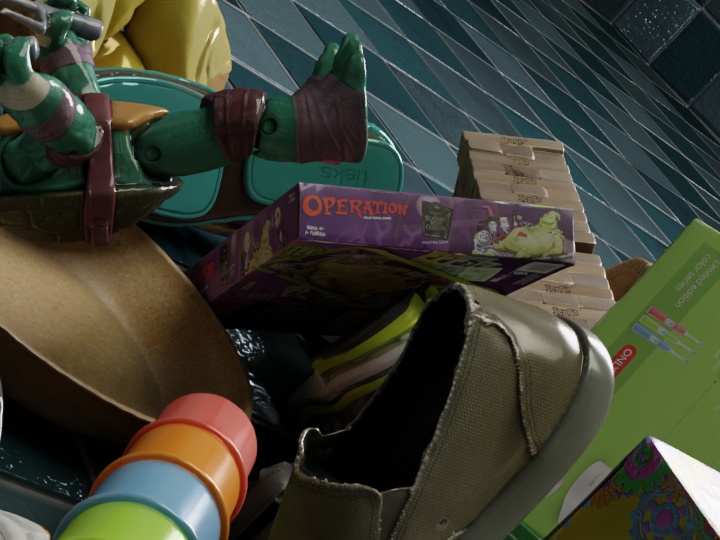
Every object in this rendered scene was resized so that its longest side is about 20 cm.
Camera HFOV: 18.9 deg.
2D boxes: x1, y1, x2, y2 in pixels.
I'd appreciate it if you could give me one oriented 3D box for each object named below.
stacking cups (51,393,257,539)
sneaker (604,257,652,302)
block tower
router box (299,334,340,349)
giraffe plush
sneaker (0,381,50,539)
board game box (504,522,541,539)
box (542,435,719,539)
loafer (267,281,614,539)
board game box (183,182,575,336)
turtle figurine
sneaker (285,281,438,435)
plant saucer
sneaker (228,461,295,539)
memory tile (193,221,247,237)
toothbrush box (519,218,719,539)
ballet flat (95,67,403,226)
[{"bbox_3d":[-0.068,0.092,0.721,0.061,0.061,0.200,42,20,-3],"label":"stacking cups"},{"bbox_3d":[0.159,0.049,1.085,0.108,0.070,0.200,29,-2,-7],"label":"sneaker"},{"bbox_3d":[0.080,0.006,1.021,0.054,0.058,0.200,7,32,-9],"label":"block tower"},{"bbox_3d":[0.083,0.074,1.119,0.157,0.052,0.200,30,1,-40],"label":"router box"},{"bbox_3d":[-0.169,-0.147,1.047,0.162,0.200,0.173,13,17,24],"label":"giraffe plush"},{"bbox_3d":[-0.147,0.072,0.613,0.092,0.076,0.200,25,14,-29],"label":"sneaker"},{"bbox_3d":[0.077,0.151,0.864,0.200,0.029,0.135,40,-19,23],"label":"board game box"},{"bbox_3d":[0.098,0.184,0.658,0.193,0.200,0.122,29,21,-41],"label":"box"},{"bbox_3d":[-0.006,0.083,0.683,0.070,0.200,0.075,41,-6,-31],"label":"loafer"},{"bbox_3d":[0.000,0.000,0.951,0.120,0.032,0.200,1,-11,-19],"label":"board game box"},{"bbox_3d":[-0.102,-0.059,0.822,0.200,0.101,0.150,-2,20,-9],"label":"turtle figurine"},{"bbox_3d":[0.017,0.069,0.966,0.081,0.074,0.200,59,-7,8],"label":"sneaker"},{"bbox_3d":[-0.131,0.008,0.886,0.200,0.035,0.200,39,15,-12],"label":"plant saucer"},{"bbox_3d":[-0.020,0.126,0.781,0.099,0.071,0.200,43,8,1],"label":"sneaker"},{"bbox_3d":[-0.008,-0.016,1.125,0.200,0.017,0.153,10,7,-41],"label":"memory tile"},{"bbox_3d":[0.165,0.098,0.841,0.200,0.146,0.086,35,-13,33],"label":"toothbrush box"},{"bbox_3d":[-0.074,-0.053,1.000,0.200,0.067,0.070,7,3,-38],"label":"ballet flat"}]
